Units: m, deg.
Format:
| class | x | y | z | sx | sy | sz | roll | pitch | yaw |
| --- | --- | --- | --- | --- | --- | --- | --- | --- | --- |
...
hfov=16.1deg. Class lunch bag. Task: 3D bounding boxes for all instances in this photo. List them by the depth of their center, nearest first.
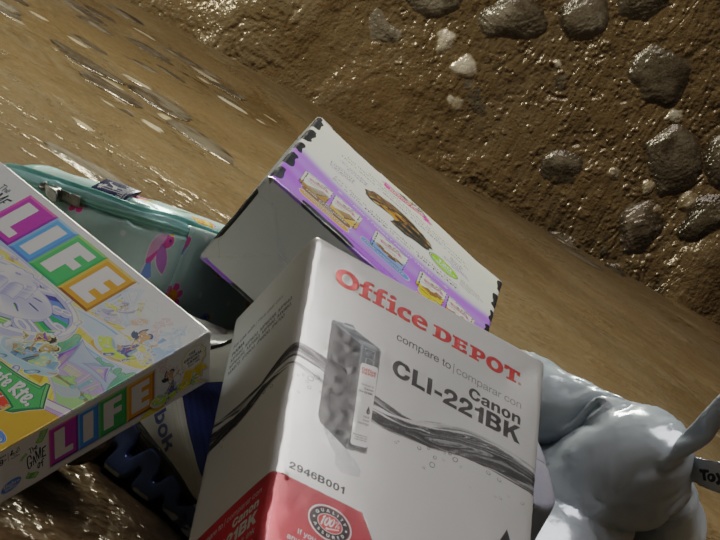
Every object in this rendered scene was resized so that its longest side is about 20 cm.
| class | x | y | z | sx | sy | sz | roll | pitch | yaw |
| --- | --- | --- | --- | --- | --- | --- | --- | --- | --- |
| lunch bag | -0.145 | -0.010 | 1.632 | 0.160 | 0.078 | 0.200 | 21 | -1 | 36 |

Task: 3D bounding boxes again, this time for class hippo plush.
| class | x | y | z | sx | sy | sz | roll | pitch | yaw |
| --- | --- | --- | --- | --- | --- | --- | --- | --- | --- |
| hippo plush | 0.121 | 0.158 | 1.450 | 0.199 | 0.161 | 0.160 | 13 | -38 | 45 |

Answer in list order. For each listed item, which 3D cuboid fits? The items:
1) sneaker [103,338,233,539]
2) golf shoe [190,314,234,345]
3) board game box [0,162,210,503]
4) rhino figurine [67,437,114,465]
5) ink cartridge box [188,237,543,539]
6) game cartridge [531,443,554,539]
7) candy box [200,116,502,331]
| class | x | y | z | sx | sy | sz | roll | pitch | yaw |
| --- | --- | --- | --- | --- | --- | --- | --- | --- | --- |
| sneaker | -0.046 | 0.093 | 1.310 | 0.199 | 0.116 | 0.080 | 36 | 10 | 28 |
| golf shoe | -0.127 | 0.051 | 1.483 | 0.091 | 0.076 | 0.200 | 18 | -3 | 35 |
| board game box | -0.188 | 0.019 | 1.246 | 0.134 | 0.034 | 0.200 | -30 | 51 | -33 |
| rhino figurine | -0.190 | 0.028 | 1.307 | 0.199 | 0.087 | 0.060 | 33 | -35 | 18 |
| ink cartridge box | 0.004 | 0.104 | 1.214 | 0.144 | 0.084 | 0.201 | 28 | 41 | -19 |
| game cartridge | 0.043 | 0.128 | 1.365 | 0.041 | 0.134 | 0.200 | 30 | 8 | -19 |
| candy box | 0.000 | 0.000 | 1.590 | 0.168 | 0.072 | 0.200 | 42 | 15 | -3 |
